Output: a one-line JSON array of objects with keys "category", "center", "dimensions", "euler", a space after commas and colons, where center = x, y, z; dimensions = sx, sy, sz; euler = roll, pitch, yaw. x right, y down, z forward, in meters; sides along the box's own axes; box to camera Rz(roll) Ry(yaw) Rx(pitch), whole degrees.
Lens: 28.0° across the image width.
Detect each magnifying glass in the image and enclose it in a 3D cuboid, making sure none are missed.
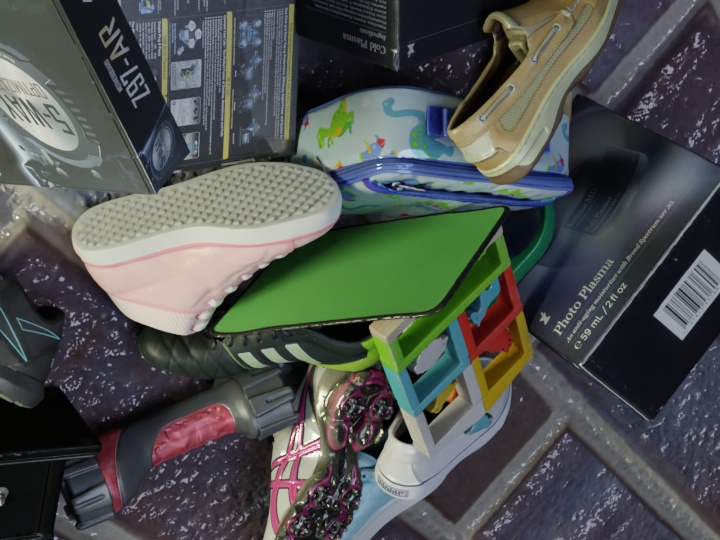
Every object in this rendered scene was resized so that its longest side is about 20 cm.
[{"category": "magnifying glass", "center": [0.105, 0.015, 1.216], "dimensions": [0.022, 0.080, 0.200], "euler": [32, 77, -51]}]

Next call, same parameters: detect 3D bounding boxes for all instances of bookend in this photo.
[{"category": "bookend", "center": [-0.315, 0.197, 1.061], "dimensions": [0.199, 0.092, 0.200], "euler": [0, 115, -35]}]

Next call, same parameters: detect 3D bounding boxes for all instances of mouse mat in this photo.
[{"category": "mouse mat", "center": [0.000, 0.000, 1.073], "dimensions": [0.161, 0.200, 0.008], "euler": [-51, 126, -50]}]

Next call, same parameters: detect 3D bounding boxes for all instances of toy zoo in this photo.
[{"category": "toy zoo", "center": [0.079, 0.065, 1.145], "dimensions": [0.131, 0.020, 0.200], "euler": [-44, 142, -18]}]

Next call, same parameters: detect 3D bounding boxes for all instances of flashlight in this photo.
[{"category": "flashlight", "center": [-0.146, 0.139, 1.159], "dimensions": [0.200, 0.068, 0.068], "euler": [-21, 108, -21]}]

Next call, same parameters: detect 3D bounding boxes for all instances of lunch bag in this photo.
[{"category": "lunch bag", "center": [0.054, -0.087, 1.109], "dimensions": [0.200, 0.161, 0.083], "euler": [3, 81, -36]}]

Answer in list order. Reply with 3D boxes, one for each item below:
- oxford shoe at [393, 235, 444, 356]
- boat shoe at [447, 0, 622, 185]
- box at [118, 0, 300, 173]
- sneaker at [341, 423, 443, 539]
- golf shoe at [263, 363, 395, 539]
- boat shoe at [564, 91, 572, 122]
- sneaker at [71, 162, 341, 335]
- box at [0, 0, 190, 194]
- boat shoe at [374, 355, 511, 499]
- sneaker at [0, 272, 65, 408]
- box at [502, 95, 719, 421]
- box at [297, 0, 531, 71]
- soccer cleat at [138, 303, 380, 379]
[{"category": "oxford shoe", "center": [0.036, 0.031, 1.195], "dimensions": [0.200, 0.058, 0.075], "euler": [69, 35, -63]}, {"category": "boat shoe", "center": [0.123, -0.162, 1.024], "dimensions": [0.076, 0.072, 0.200], "euler": [36, 67, -26]}, {"category": "box", "center": [-0.121, -0.169, 1.023], "dimensions": [0.161, 0.049, 0.200], "euler": [-12, 120, -27]}, {"category": "sneaker", "center": [-0.014, 0.196, 1.289], "dimensions": [0.200, 0.074, 0.082], "euler": [-37, 123, -24]}, {"category": "golf shoe", "center": [-0.040, 0.161, 1.230], "dimensions": [0.073, 0.092, 0.200], "euler": [15, 101, -44]}, {"category": "boat shoe", "center": [0.163, -0.214, 1.167], "dimensions": [0.063, 0.073, 0.200], "euler": [15, 122, 6]}, {"category": "sneaker", "center": [-0.103, -0.013, 1.071], "dimensions": [0.200, 0.075, 0.105], "euler": [-11, 133, 8]}, {"category": "box", "center": [-0.220, -0.125, 0.884], "dimensions": [0.044, 0.200, 0.160], "euler": [-57, 140, -37]}, {"category": "boat shoe", "center": [0.082, 0.122, 1.262], "dimensions": [0.200, 0.074, 0.065], "euler": [-47, 153, -50]}, {"category": "sneaker", "center": [-0.288, 0.025, 1.011], "dimensions": [0.200, 0.075, 0.079], "euler": [40, 75, -48]}, {"category": "box", "center": [0.217, -0.015, 1.239], "dimensions": [0.123, 0.198, 0.200], "euler": [36, 92, -39]}, {"category": "box", "center": [0.058, -0.263, 1.031], "dimensions": [0.200, 0.104, 0.182], "euler": [-25, 127, -39]}, {"category": "soccer cleat", "center": [-0.072, 0.044, 1.132], "dimensions": [0.200, 0.068, 0.081], "euler": [0, 147, -14]}]
